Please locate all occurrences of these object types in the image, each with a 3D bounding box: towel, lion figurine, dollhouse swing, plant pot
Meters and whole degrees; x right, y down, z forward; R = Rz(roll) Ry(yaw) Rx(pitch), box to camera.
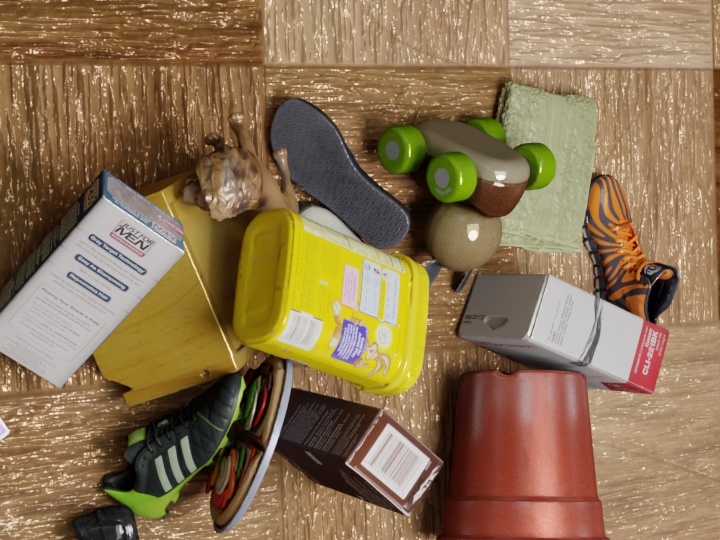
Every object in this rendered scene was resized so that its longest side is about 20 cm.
[{"bbox_3d":[0.217,-0.122,1.810,0.148,0.036,0.200,7,89,-30],"label":"towel"},{"bbox_3d":[-0.105,-0.080,1.531,0.200,0.072,0.123,29,36,-49],"label":"lion figurine"},{"bbox_3d":[-0.191,0.000,1.574,0.182,0.176,0.200,-19,105,14],"label":"dollhouse swing"},{"bbox_3d":[0.188,0.216,1.726,0.200,0.201,0.196,6,80,-30],"label":"plant pot"}]

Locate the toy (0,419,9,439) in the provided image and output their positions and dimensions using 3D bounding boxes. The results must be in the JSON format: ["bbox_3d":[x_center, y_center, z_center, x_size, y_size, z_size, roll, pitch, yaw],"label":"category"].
[{"bbox_3d":[-0.443,0.172,1.424,0.200,0.047,0.115,-39,108,-24],"label":"toy"}]

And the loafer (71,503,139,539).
[{"bbox_3d":[-0.252,0.339,1.537,0.070,0.068,0.201,-10,101,-10],"label":"loafer"}]

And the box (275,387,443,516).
[{"bbox_3d":[-0.014,0.190,1.590,0.100,0.200,0.075,43,74,-24],"label":"box"}]

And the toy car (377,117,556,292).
[{"bbox_3d":[0.106,-0.061,1.710,0.164,0.158,0.200,-10,122,-42],"label":"toy car"}]

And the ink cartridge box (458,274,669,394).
[{"bbox_3d":[0.239,0.074,1.766,0.200,0.144,0.084,23,78,-29],"label":"ink cartridge box"}]

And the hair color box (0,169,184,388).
[{"bbox_3d":[-0.271,0.010,1.452,0.100,0.061,0.200,36,110,-25],"label":"hair color box"}]

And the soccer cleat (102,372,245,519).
[{"bbox_3d":[-0.189,0.175,1.517,0.081,0.068,0.200,30,115,-20],"label":"soccer cleat"}]

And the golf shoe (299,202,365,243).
[{"bbox_3d":[0.000,0.000,1.658,0.200,0.088,0.077,47,71,-22],"label":"golf shoe"}]

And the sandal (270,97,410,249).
[{"bbox_3d":[-0.026,-0.104,1.650,0.076,0.043,0.200,-38,99,14],"label":"sandal"}]

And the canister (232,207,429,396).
[{"bbox_3d":[-0.029,0.032,1.510,0.200,0.086,0.149,23,65,-43],"label":"canister"}]

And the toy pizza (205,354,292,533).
[{"bbox_3d":[-0.121,0.171,1.532,0.032,0.200,0.200,21,81,-13],"label":"toy pizza"}]

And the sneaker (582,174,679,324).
[{"bbox_3d":[0.338,-0.022,1.840,0.077,0.112,0.200,-18,101,-29],"label":"sneaker"}]
